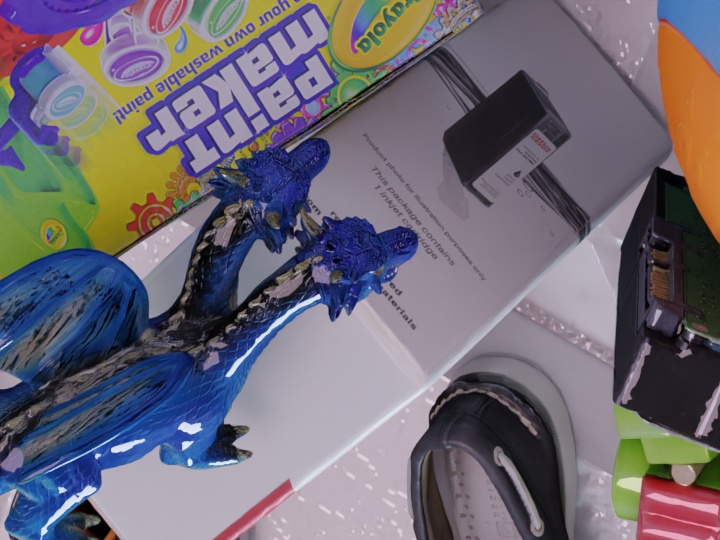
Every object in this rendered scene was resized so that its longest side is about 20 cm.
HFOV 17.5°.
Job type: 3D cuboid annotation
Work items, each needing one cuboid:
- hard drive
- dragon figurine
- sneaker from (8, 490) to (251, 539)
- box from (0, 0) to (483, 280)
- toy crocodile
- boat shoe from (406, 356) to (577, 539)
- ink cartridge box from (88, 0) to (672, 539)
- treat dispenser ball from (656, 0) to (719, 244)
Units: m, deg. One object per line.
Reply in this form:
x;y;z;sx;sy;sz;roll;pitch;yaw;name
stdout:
0.175;0.039;0.719;0.199;0.140;0.038;22;111;-2;hard drive
-0.078;0.034;0.643;0.059;0.199;0.100;55;161;24;dragon figurine
-0.099;0.111;0.963;0.077;0.112;0.202;14;121;23;sneaker
-0.088;-0.070;0.755;0.199;0.193;0.123;-34;96;-7;box
0.124;0.120;0.872;0.067;0.062;0.202;10;120;25;toy crocodile
0.061;0.135;0.917;0.073;0.060;0.202;4;117;27;boat shoe
0.000;0.000;0.793;0.084;0.200;0.144;51;128;1;ink cartridge box
0.182;-0.066;0.649;0.199;0.201;0.202;13;121;23;treat dispenser ball
